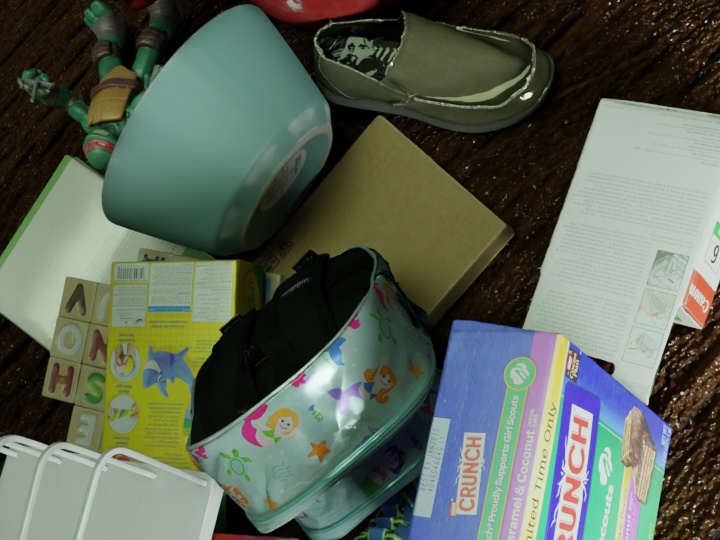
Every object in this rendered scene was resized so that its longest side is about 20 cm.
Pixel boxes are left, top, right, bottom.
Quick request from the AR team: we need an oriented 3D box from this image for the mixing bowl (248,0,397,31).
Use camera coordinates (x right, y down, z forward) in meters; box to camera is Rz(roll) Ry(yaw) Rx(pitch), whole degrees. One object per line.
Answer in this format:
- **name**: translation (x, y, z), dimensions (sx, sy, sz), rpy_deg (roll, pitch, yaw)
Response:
- **mixing bowl**: translation (-0.026, -0.267, 1.173), dimensions (0.198, 0.109, 0.202), rpy_deg (-6, 60, 11)

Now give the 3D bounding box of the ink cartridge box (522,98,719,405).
- **ink cartridge box**: translation (0.186, -0.010, 0.983), dimensions (0.108, 0.050, 0.201), rpy_deg (14, 79, 35)

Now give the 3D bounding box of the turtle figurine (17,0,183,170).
- **turtle figurine**: translation (-0.216, -0.157, 1.263), dimensions (0.148, 0.101, 0.201), rpy_deg (-1, 51, 12)

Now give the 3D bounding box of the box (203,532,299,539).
- **box**: translation (-0.107, 0.238, 1.024), dimensions (0.199, 0.100, 0.096), rpy_deg (-2, 68, 31)

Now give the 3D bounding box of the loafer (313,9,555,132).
- **loafer**: translation (0.048, -0.154, 1.107), dimensions (0.198, 0.070, 0.076), rpy_deg (5, 72, 23)

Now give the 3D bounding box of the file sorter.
- **file sorter**: translation (-0.218, 0.182, 0.980), dimensions (0.199, 0.124, 0.140), rpy_deg (3, 71, 33)

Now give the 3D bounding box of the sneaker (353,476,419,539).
- **sneaker**: translation (0.025, 0.192, 0.960), dimensions (0.075, 0.105, 0.201), rpy_deg (7, 74, 33)

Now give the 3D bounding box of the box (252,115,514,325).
- **box**: translation (0.000, 0.000, 1.109), dimensions (0.200, 0.021, 0.163), rpy_deg (-49, 53, 4)

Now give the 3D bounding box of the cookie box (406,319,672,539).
- **cookie box**: translation (0.109, 0.143, 0.869), dimensions (0.075, 0.200, 0.172), rpy_deg (3, 72, 32)

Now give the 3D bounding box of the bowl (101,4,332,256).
- **bowl**: translation (-0.096, -0.090, 1.121), dimensions (0.105, 0.201, 0.201), rpy_deg (36, 91, 10)

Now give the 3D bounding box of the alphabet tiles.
- **alphabet tiles**: translation (-0.163, 0.069, 1.151), dimensions (0.199, 0.008, 0.169), rpy_deg (10, 88, 26)

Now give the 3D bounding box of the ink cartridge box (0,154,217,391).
- **ink cartridge box**: translation (-0.208, 0.014, 1.219), dimensions (0.199, 0.048, 0.146), rpy_deg (33, 89, 23)

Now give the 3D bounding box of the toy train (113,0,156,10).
- **toy train**: translation (-0.134, -0.309, 1.254), dimensions (0.115, 0.085, 0.200), rpy_deg (-3, 36, 41)

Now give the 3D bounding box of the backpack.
- **backpack**: translation (-0.026, 0.085, 0.966), dimensions (0.177, 0.200, 0.151), rpy_deg (-38, 96, 6)

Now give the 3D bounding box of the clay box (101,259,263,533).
- **clay box**: translation (-0.136, 0.094, 1.105), dimensions (0.114, 0.048, 0.202), rpy_deg (-1, 84, 25)
